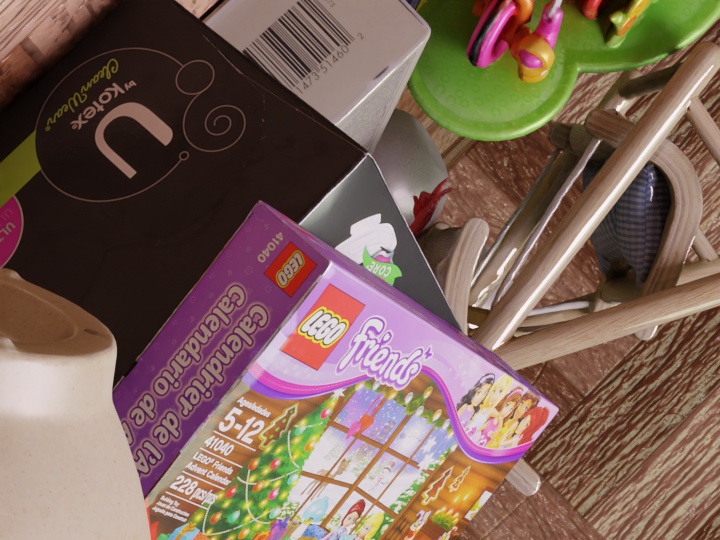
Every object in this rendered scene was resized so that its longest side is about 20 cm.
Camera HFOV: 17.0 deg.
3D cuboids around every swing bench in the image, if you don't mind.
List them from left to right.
[{"bbox_3d":[0.108,0.000,1.191,0.200,0.130,0.199,-35,-177,-3],"label":"swing bench"}]

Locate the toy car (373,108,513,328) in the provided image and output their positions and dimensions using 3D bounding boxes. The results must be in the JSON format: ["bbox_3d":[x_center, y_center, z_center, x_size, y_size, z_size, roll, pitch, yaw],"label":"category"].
[{"bbox_3d":[-0.020,0.010,1.336,0.175,0.201,0.150,-30,175,10],"label":"toy car"}]

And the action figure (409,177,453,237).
[{"bbox_3d":[0.000,0.000,1.089,0.099,0.065,0.200,-58,-163,9],"label":"action figure"}]

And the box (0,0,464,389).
[{"bbox_3d":[-0.060,0.022,0.891,0.149,0.124,0.200,-46,151,-9],"label":"box"}]

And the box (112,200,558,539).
[{"bbox_3d":[-0.020,0.068,0.832,0.137,0.039,0.200,-52,150,3],"label":"box"}]

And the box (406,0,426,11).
[{"bbox_3d":[0.060,-0.177,1.276,0.117,0.048,0.200,-43,179,-24],"label":"box"}]

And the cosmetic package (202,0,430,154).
[{"bbox_3d":[-0.039,-0.071,1.089,0.104,0.073,0.200,-43,177,-14],"label":"cosmetic package"}]

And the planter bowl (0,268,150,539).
[{"bbox_3d":[-0.141,0.064,0.662,0.200,0.199,0.135,-28,136,-80],"label":"planter bowl"}]

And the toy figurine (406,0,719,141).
[{"bbox_3d":[0.093,-0.173,1.053,0.200,0.150,0.184,-51,167,-15],"label":"toy figurine"}]
